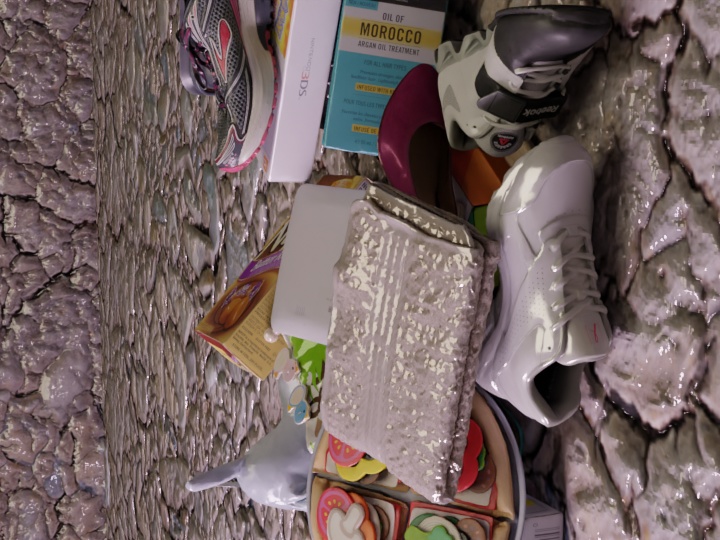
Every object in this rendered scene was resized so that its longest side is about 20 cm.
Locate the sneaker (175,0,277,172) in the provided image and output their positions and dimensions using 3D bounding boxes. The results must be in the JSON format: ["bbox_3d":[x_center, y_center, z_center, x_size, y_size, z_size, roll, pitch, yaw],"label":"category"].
[{"bbox_3d":[-0.114,-0.181,1.070,0.081,0.074,0.201,-172,79,-69],"label":"sneaker"}]

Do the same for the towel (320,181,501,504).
[{"bbox_3d":[0.029,0.049,0.893,0.132,0.034,0.201,28,118,46],"label":"towel"}]

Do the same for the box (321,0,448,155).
[{"bbox_3d":[0.024,-0.190,1.024,0.049,0.082,0.201,-118,36,-82],"label":"box"}]

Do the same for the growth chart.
[{"bbox_3d":[-0.010,0.079,1.056,0.145,0.018,0.200,-48,44,19],"label":"growth chart"}]

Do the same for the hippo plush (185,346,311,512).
[{"bbox_3d":[-0.039,0.140,1.195,0.159,0.199,0.161,125,159,-84],"label":"hippo plush"}]

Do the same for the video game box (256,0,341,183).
[{"bbox_3d":[-0.071,-0.207,1.122,0.182,0.047,0.200,-120,33,-48],"label":"video game box"}]

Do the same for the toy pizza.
[{"bbox_3d":[0.031,0.164,0.950,0.200,0.032,0.201,-7,78,38],"label":"toy pizza"}]

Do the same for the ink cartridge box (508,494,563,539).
[{"bbox_3d":[0.092,0.258,1.013,0.200,0.047,0.198,-160,68,-70],"label":"ink cartridge box"}]

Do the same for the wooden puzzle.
[{"bbox_3d":[0.082,-0.047,1.005,0.200,0.037,0.185,-112,27,-43],"label":"wooden puzzle"}]

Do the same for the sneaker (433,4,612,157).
[{"bbox_3d":[0.108,-0.123,0.866,0.200,0.074,0.089,167,104,-73],"label":"sneaker"}]

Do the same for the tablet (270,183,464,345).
[{"bbox_3d":[0.000,0.000,1.045,0.200,0.014,0.131,11,89,48],"label":"tablet"}]

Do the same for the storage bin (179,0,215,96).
[{"bbox_3d":[-0.087,-0.270,1.330,0.134,0.145,0.201,21,115,39],"label":"storage bin"}]

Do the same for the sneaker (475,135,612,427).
[{"bbox_3d":[0.132,0.013,0.844,0.099,0.078,0.201,43,139,49],"label":"sneaker"}]

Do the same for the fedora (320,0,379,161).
[{"bbox_3d":[-0.001,-0.188,1.131,0.201,0.091,0.201,178,90,-70],"label":"fedora"}]

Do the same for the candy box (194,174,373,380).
[{"bbox_3d":[-0.060,0.001,1.207,0.200,0.056,0.117,-49,18,-10],"label":"candy box"}]

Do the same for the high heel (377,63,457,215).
[{"bbox_3d":[0.063,-0.058,0.941,0.096,0.067,0.201,-5,78,45],"label":"high heel"}]

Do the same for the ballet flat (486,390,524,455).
[{"bbox_3d":[0.060,0.099,1.040,0.200,0.068,0.068,-139,47,-64],"label":"ballet flat"}]
